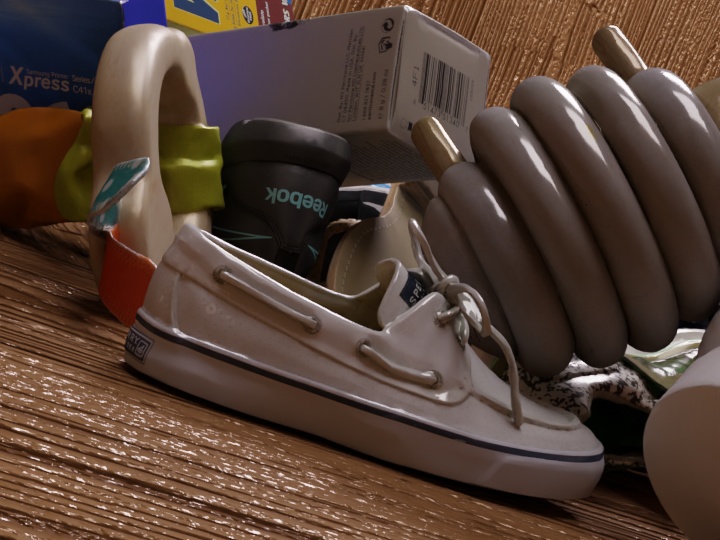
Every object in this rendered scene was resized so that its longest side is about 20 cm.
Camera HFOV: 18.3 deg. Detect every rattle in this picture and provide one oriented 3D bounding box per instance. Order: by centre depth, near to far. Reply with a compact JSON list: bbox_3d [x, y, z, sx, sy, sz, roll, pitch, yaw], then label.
[{"bbox_3d":[-0.135,-0.032,0.968,0.142,0.131,0.200,11,31,3],"label":"rattle"}]

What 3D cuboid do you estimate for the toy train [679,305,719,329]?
[{"bbox_3d":[0.121,0.018,1.125,0.114,0.087,0.200,-17,-19,42],"label":"toy train"}]

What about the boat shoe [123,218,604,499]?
[{"bbox_3d":[0.014,0.024,0.863,0.201,0.086,0.075,19,6,-17],"label":"boat shoe"}]

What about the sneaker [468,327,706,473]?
[{"bbox_3d":[0.134,0.072,1.014,0.199,0.077,0.089,9,21,-36],"label":"sneaker"}]

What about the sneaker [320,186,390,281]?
[{"bbox_3d":[0.037,0.005,1.234,0.199,0.073,0.112,22,6,9],"label":"sneaker"}]

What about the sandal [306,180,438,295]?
[{"bbox_3d":[0.003,0.005,1.150,0.078,0.069,0.212,57,29,-14],"label":"sandal"}]

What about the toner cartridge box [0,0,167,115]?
[{"bbox_3d":[-0.191,-0.107,1.104,0.199,0.095,0.043,9,30,21],"label":"toner cartridge box"}]

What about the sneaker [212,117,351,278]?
[{"bbox_3d":[-0.067,-0.020,1.116,0.075,0.080,0.200,12,-12,-18],"label":"sneaker"}]

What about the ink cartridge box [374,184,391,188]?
[{"bbox_3d":[-0.082,-0.057,1.422,0.199,0.067,0.116,21,5,-3],"label":"ink cartridge box"}]

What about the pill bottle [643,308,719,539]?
[{"bbox_3d":[0.209,0.034,0.919,0.114,0.115,0.200,24,45,31],"label":"pill bottle"}]

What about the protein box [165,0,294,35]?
[{"bbox_3d":[-0.181,-0.181,1.442,0.199,0.136,0.198,-17,-15,29],"label":"protein box"}]

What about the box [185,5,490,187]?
[{"bbox_3d":[-0.037,-0.083,1.151,0.199,0.069,0.082,-2,-16,37],"label":"box"}]

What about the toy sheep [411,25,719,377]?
[{"bbox_3d":[0.091,-0.022,0.935,0.138,0.200,0.138,60,0,0],"label":"toy sheep"}]
